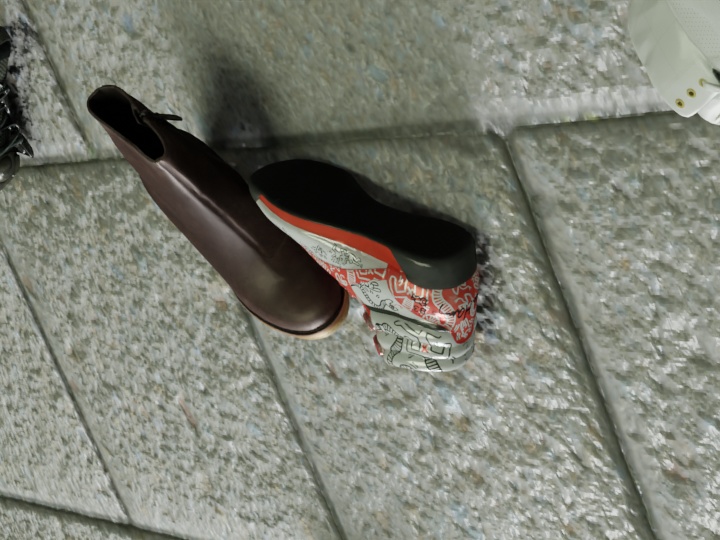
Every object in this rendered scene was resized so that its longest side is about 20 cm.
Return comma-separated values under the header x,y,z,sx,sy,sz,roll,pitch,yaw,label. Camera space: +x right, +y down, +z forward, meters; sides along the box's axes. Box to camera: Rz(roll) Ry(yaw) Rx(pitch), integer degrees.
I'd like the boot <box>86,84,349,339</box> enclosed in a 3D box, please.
x,y,z,sx,sy,sz,roll,pitch,yaw,label
-0.104,-0.039,1.366,0.200,0.072,0.166,44,-179,34,boot

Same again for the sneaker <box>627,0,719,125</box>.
x,y,z,sx,sy,sz,roll,pitch,yaw,label
0.209,-0.107,0.942,0.200,0.074,0.116,49,151,32,sneaker

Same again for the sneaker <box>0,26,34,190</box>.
x,y,z,sx,sy,sz,roll,pitch,yaw,label
-0.320,-0.136,1.647,0.114,0.076,0.199,55,152,1,sneaker

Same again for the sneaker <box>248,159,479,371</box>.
x,y,z,sx,sy,sz,roll,pitch,yaw,label
0.000,0.001,1.324,0.201,0.067,0.108,25,134,38,sneaker
